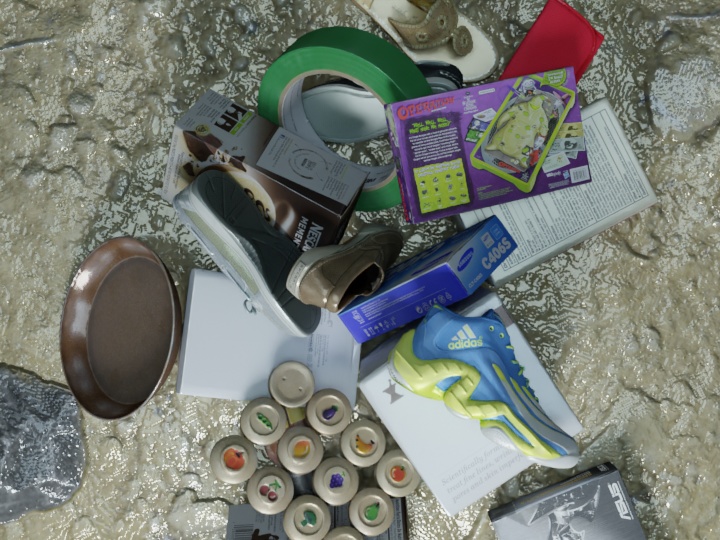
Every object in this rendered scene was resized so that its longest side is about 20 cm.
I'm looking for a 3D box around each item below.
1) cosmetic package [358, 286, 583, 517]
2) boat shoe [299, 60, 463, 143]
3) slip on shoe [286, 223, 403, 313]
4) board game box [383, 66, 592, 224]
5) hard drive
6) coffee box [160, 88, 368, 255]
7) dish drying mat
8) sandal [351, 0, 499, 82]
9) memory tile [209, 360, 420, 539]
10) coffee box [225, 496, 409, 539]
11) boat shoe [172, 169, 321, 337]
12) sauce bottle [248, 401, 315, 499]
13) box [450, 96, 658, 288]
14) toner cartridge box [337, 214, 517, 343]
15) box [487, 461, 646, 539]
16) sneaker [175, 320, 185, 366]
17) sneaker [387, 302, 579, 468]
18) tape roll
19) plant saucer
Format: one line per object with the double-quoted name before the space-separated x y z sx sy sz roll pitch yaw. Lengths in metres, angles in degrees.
"cosmetic package" 0.108 0.127 1.071 0.164 0.200 0.165 -34 92 2
"boat shoe" 0.018 -0.191 1.127 0.199 0.061 0.076 0 130 15
"slip on shoe" 0.000 0.000 1.071 0.060 0.200 0.076 33 111 21
"board game box" 0.129 -0.126 1.003 0.199 0.032 0.121 -13 103 -15
"hard drive" -0.095 0.078 1.099 0.199 0.025 0.133 9 82 -24
"coffee box" -0.105 -0.091 1.091 0.199 0.080 0.113 28 137 4
"dish drying mat" 0.173 -0.178 1.033 0.077 0.018 0.201 33 87 -17
"sandal" 0.064 -0.282 1.119 0.211 0.070 0.078 36 92 -1
"memory tile" -0.045 0.205 1.060 0.200 0.017 0.153 40 70 0
"coffee box" -0.044 0.322 1.120 0.199 0.080 0.115 -3 126 0
"boat shoe" -0.117 -0.011 1.058 0.065 0.075 0.202 -27 108 42
"sauce bottle" -0.090 0.169 1.142 0.066 0.066 0.201 -16 92 1
"box" 0.200 -0.084 1.107 0.199 0.109 0.128 -27 92 2
"toner cartridge box" 0.066 0.012 1.059 0.043 0.200 0.095 53 52 -7
"box" 0.255 0.342 1.155 0.158 0.048 0.201 -22 92 1
"sneaker" -0.143 0.030 1.139 0.071 0.075 0.200 48 70 -10
"sneaker" 0.129 0.099 0.932 0.199 0.076 0.105 29 91 1
"tape roll" -0.012 -0.158 1.072 0.200 0.201 0.048 36 48 -1
"plant saucer" -0.259 0.064 1.109 0.199 0.034 0.202 -7 79 39
